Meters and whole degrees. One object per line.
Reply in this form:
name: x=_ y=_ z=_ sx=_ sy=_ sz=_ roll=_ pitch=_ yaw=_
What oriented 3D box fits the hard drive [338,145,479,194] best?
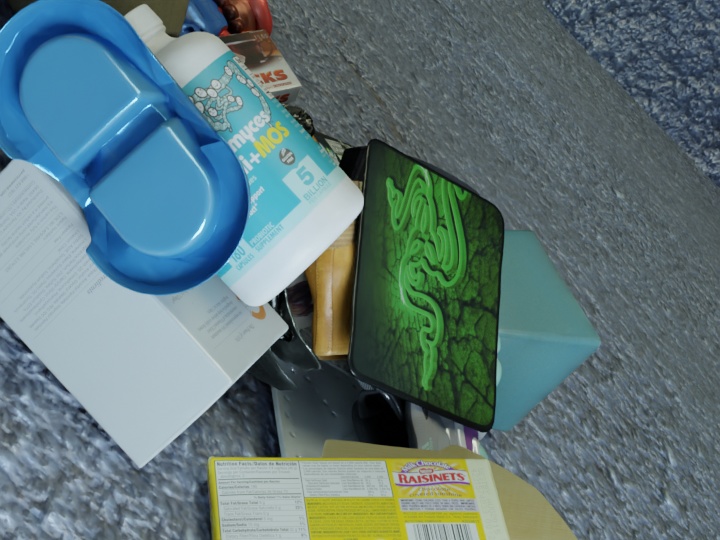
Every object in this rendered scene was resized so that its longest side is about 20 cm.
hard drive: x=0.030 y=-0.044 z=1.449 sx=0.042 sy=0.136 sz=0.200 roll=24 pitch=4 yaw=36

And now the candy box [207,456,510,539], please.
candy box: x=-0.001 y=0.169 z=1.014 sx=0.199 sy=0.027 sz=0.102 roll=2 pitch=36 yaw=-11

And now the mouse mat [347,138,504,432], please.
mouse mat: x=0.055 y=0.012 z=1.171 sx=0.160 sy=0.008 sz=0.201 roll=25 pitch=57 yaw=-37

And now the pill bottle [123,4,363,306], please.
pill bottle: x=-0.100 y=-0.081 z=1.012 sx=0.200 sy=0.111 sz=0.111 roll=46 pitch=22 yaw=-4

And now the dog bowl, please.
dog bowl: x=-0.145 y=-0.076 z=0.932 sx=0.200 sy=0.111 sz=0.050 roll=50 pitch=9 yaw=5

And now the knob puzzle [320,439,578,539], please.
knob puzzle: x=0.058 y=0.199 z=1.037 sx=0.218 sy=0.031 sz=0.220 roll=2 pitch=37 yaw=-2

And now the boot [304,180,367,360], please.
boot: x=0.000 y=0.000 z=1.216 sx=0.201 sy=0.070 sz=0.145 roll=-9 pitch=101 yaw=-69

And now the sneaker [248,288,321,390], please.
sneaker: x=-0.099 y=-0.009 z=1.103 sx=0.060 sy=0.104 sz=0.201 roll=-39 pitch=127 yaw=-41

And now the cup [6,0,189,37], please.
cup: x=-0.220 y=-0.253 z=1.270 sx=0.200 sy=0.199 sz=0.144 roll=-19 pitch=95 yaw=-67

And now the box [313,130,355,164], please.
box: x=-0.033 y=-0.081 z=1.499 sx=0.200 sy=0.040 sz=0.137 roll=16 pitch=38 yaw=-54

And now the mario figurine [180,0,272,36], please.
mario figurine: x=-0.164 y=-0.225 z=1.477 sx=0.200 sy=0.105 sz=0.124 roll=-20 pitch=106 yaw=-56

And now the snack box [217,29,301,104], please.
snack box: x=-0.151 y=-0.161 z=1.300 sx=0.199 sy=0.024 sz=0.072 roll=-17 pitch=63 yaw=-34

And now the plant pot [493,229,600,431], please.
plant pot: x=0.085 y=0.051 z=1.384 sx=0.199 sy=0.141 sz=0.142 roll=6 pitch=46 yaw=-46

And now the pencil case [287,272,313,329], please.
pencil case: x=-0.075 y=-0.045 z=1.202 sx=0.200 sy=0.077 sz=0.090 roll=70 pitch=12 yaw=-48

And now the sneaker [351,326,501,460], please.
sneaker: x=0.042 y=0.087 z=1.181 sx=0.140 sy=0.078 sz=0.201 roll=28 pitch=51 yaw=-40

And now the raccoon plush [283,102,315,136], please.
raccoon plush: x=-0.127 y=-0.096 z=1.330 sx=0.199 sy=0.097 sz=0.134 roll=21 pitch=38 yaw=-3

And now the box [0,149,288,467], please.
box: x=-0.162 y=0.011 z=1.020 sx=0.200 sy=0.097 sz=0.124 roll=48 pitch=21 yaw=-1

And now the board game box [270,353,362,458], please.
board game box: x=0.001 y=0.158 z=1.184 sx=0.200 sy=0.026 sz=0.201 roll=34 pitch=26 yaw=-32
